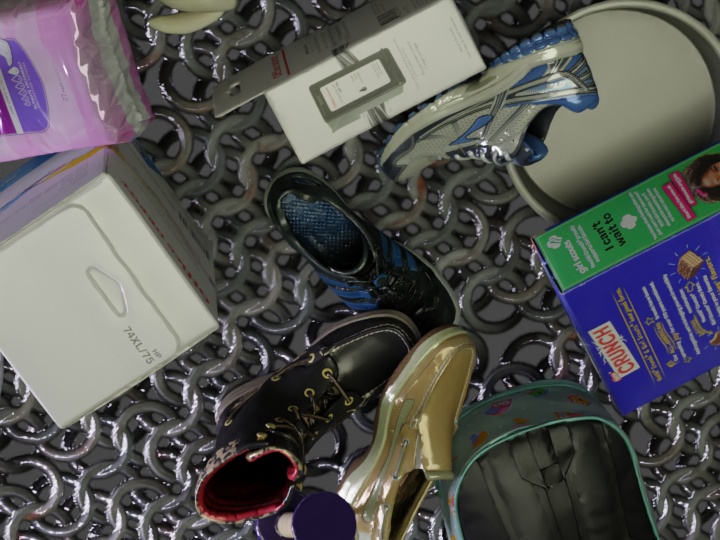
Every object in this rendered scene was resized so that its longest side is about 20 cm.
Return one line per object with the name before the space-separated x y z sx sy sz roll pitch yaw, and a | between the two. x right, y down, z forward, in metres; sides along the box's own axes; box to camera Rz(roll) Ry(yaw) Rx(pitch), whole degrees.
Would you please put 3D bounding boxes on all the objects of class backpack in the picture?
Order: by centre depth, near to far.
backpack | 0.148 0.189 1.687 0.175 0.153 0.200 -18 121 -1

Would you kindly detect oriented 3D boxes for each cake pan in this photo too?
cake pan | 0.209 -0.124 1.654 0.200 0.037 0.201 -2 108 -5

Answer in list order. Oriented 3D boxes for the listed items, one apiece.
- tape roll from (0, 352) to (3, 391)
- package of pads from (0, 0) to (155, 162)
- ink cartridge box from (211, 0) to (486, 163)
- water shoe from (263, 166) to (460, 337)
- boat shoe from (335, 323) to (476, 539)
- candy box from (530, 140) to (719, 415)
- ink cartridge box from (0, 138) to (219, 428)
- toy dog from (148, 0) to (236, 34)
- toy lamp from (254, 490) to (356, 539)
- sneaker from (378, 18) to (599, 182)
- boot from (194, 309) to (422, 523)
tape roll | -0.387 0.084 1.641 0.202 0.071 0.203 -2 107 -5
package of pads | -0.263 -0.147 1.538 0.200 0.076 0.121 -6 111 25
ink cartridge box | -0.012 -0.149 1.581 0.200 0.116 0.068 -27 107 4
water shoe | 0.000 0.000 1.650 0.200 0.079 0.072 38 101 -16
boat shoe | 0.050 0.140 1.625 0.072 0.076 0.200 -1 123 -44
candy box | 0.261 0.003 1.652 0.200 0.077 0.169 -28 134 3
ink cartridge box | -0.208 -0.006 1.562 0.146 0.200 0.147 -33 108 5
toy dog | -0.174 -0.278 1.528 0.200 0.140 0.194 14 142 -12
toy lamp | -0.048 0.204 1.651 0.058 0.200 0.058 2 82 -14
sneaker | 0.100 -0.111 1.593 0.200 0.077 0.085 -32 88 31
boot | -0.045 0.118 1.626 0.200 0.151 0.073 -26 108 21
